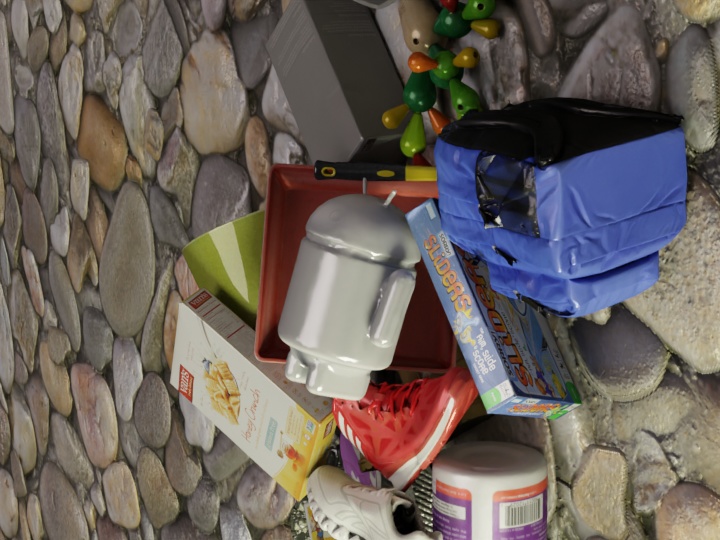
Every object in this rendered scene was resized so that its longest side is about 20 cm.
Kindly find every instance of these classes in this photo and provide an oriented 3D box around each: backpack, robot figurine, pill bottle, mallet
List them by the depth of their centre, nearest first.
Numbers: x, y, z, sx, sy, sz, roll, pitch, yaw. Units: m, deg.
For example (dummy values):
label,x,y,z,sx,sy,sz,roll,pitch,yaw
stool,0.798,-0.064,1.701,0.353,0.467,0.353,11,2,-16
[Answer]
label,x,y,z,sx,sy,sz,roll,pitch,yaw
backpack,0.154,-0.059,1.317,0.199,0.161,0.170,24,119,53
robot figurine,-0.009,0.016,1.441,0.169,0.112,0.202,24,100,51
pill bottle,0.123,0.275,1.480,0.111,0.110,0.203,15,109,56
mallet,0.052,-0.084,1.493,0.198,0.041,0.067,-4,103,18

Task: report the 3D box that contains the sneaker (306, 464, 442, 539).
label,x,y,z,sx,sy,sz,roll,pitch,yaw
sneaker,0.017,0.240,1.503,0.200,0.074,0.082,40,120,46

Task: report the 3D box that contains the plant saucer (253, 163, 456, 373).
label,x,y,z,sx,sy,sz,roll,pitch,yaw
plant saucer,0.000,0.000,1.537,0.037,0.197,0.203,91,-177,-77

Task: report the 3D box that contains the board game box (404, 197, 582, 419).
label,x,y,z,sx,sy,sz,roll,pitch,yaw
board game box,0.122,0.037,1.411,0.034,0.135,0.202,-32,67,26

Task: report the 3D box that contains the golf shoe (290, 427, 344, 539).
label,x,y,z,sx,sy,sz,roll,pitch,yaw
golf shoe,-0.042,0.239,1.794,0.088,0.076,0.202,-91,3,-61

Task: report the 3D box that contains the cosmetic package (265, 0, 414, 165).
label,x,y,z,sx,sy,sz,roll,pitch,yaw
cosmetic package,-0.020,-0.193,1.644,0.107,0.089,0.202,-49,59,50

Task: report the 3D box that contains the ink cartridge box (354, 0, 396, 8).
label,x,y,z,sx,sy,sz,roll,pitch,yaw
ink cartridge box,0.053,-0.381,1.542,0.160,0.047,0.203,-18,63,58

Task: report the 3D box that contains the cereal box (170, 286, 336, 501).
label,x,y,z,sx,sy,sz,roll,pitch,yaw
cereal box,-0.113,0.127,1.591,0.199,0.039,0.145,39,143,20

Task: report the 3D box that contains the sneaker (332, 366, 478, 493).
label,x,y,z,sx,sy,sz,roll,pitch,yaw
sneaker,0.031,0.131,1.460,0.115,0.078,0.201,36,140,5

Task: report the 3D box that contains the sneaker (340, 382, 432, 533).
label,x,y,z,sx,sy,sz,roll,pitch,yaw
sneaker,0.030,0.233,1.674,0.114,0.072,0.203,126,134,-59

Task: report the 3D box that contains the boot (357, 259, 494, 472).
label,x,y,z,sx,sy,sz,roll,pitch,yaw
boot,0.042,0.087,1.596,0.174,0.066,0.202,-30,70,26

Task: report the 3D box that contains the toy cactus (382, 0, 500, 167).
label,x,y,z,sx,sy,sz,roll,pitch,yaw
toy cactus,0.067,-0.205,1.508,0.201,0.101,0.166,104,153,-44

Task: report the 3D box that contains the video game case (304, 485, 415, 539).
label,x,y,z,sx,sy,sz,roll,pitch,yaw
video game case,0.012,0.322,1.608,0.199,0.023,0.184,-22,77,57

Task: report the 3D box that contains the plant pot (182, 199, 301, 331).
label,x,y,z,sx,sy,sz,roll,pitch,yaw
plant pot,-0.071,0.045,1.646,0.187,0.186,0.202,-29,78,56
